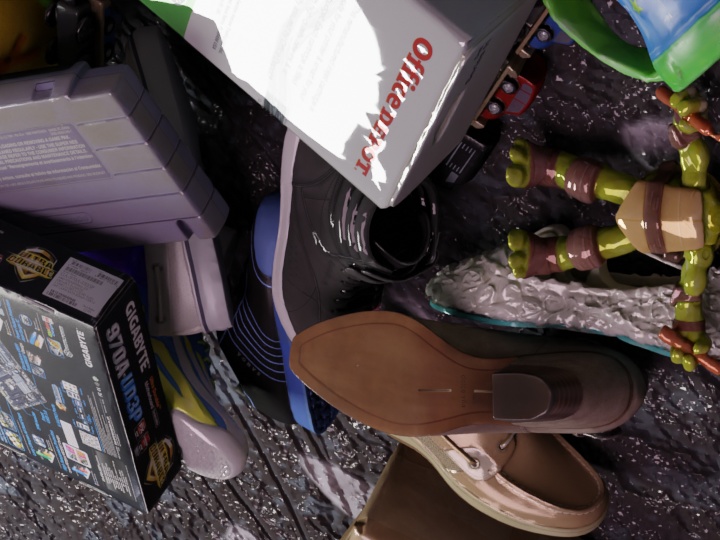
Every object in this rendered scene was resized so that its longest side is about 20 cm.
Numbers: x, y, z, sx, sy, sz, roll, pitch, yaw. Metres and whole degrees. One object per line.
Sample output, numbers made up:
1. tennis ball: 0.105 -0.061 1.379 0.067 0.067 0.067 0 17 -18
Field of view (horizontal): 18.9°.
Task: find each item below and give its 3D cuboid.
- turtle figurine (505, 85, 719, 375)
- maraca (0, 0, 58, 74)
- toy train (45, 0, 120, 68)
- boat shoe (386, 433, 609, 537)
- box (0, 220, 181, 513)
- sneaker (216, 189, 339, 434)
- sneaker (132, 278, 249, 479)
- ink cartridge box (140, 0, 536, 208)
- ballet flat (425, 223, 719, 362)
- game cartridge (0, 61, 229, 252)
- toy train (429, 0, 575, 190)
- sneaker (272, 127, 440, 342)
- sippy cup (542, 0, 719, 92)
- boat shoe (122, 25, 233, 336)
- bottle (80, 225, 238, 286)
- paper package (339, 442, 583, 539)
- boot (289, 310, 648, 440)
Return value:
1. turtle figurine: 0.163 -0.041 1.214 0.160 0.064 0.202 5 113 29
2. maraca: -0.254 -0.154 1.341 0.136 0.108 0.201 -15 147 -3
3. toy train: -0.162 -0.194 1.283 0.034 0.046 0.201 26 134 20
4. boat shoe: 0.077 0.101 1.408 0.199 0.071 0.065 31 141 7
5. box: -0.201 0.055 1.372 0.158 0.046 0.201 21 146 23
6. sneaker: -0.061 0.025 1.428 0.077 0.070 0.201 17 135 24
7. sneaker: -0.126 0.049 1.454 0.200 0.105 0.076 39 152 22
8. ink cartridge box: -0.015 -0.154 1.182 0.200 0.083 0.147 41 141 10
9. ballet flat: 0.136 0.006 1.291 0.198 0.072 0.072 11 135 23
10. game cartridge: -0.190 -0.064 1.305 0.198 0.039 0.130 -5 132 32
11. toy train: 0.081 -0.108 1.227 0.046 0.034 0.200 31 141 -1
12. sneaker: 0.000 0.000 1.315 0.099 0.070 0.201 41 143 42
13. sippy cup: 0.158 -0.178 1.041 0.178 0.140 0.130 -44 89 11
14. boat shoe: -0.132 -0.051 1.362 0.069 0.071 0.202 -11 112 1
15. bottle: -0.181 -0.038 1.440 0.198 0.066 0.084 19 172 6
16. paper package: 0.069 0.239 1.526 0.199 0.104 0.191 32 142 2
17. boot: 0.075 0.064 1.324 0.198 0.146 0.071 12 97 26
